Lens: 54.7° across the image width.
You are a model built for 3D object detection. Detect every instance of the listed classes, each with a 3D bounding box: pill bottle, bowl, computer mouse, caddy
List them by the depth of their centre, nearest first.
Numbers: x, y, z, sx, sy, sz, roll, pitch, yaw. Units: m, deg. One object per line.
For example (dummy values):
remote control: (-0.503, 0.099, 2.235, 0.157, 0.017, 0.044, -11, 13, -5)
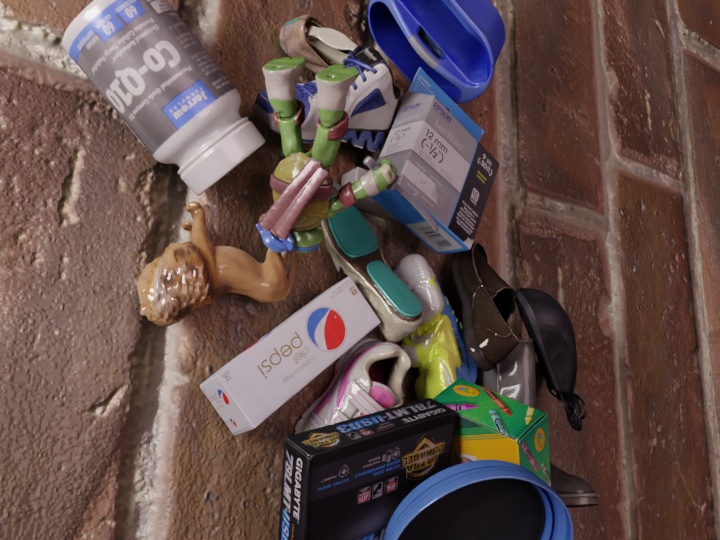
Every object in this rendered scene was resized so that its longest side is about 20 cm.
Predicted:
bowl: (0.116, 0.279, 0.706, 0.199, 0.039, 0.202, -5, 114, -11)
pill bottle: (-0.197, -0.184, 0.721, 0.200, 0.114, 0.114, 51, 56, -12)
computer mouse: (0.259, 0.099, 0.922, 0.139, 0.052, 0.201, -103, 168, -61)
caddy: (0.102, -0.321, 0.945, 0.200, 0.141, 0.105, 43, 55, -17)

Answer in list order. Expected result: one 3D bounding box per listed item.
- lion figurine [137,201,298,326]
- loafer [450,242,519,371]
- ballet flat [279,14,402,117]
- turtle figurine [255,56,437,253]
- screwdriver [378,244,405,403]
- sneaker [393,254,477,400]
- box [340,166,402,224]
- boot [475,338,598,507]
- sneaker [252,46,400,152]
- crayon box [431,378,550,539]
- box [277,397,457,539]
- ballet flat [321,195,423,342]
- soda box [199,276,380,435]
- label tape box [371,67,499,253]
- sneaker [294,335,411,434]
lion figurine: (-0.134, 0.001, 0.737, 0.199, 0.072, 0.123, 3, 62, -26)
loafer: (0.170, 0.038, 0.906, 0.073, 0.071, 0.201, 45, 30, -41)
ballet flat: (-0.011, -0.261, 0.896, 0.199, 0.067, 0.069, 23, 66, -28)
turtle figurine: (-0.032, -0.127, 0.745, 0.199, 0.144, 0.195, -16, 126, -21)
screwdriver: (0.029, 0.064, 0.861, 0.029, 0.028, 0.202, -1, 77, -29)
sneaker: (0.098, 0.079, 0.893, 0.105, 0.075, 0.202, 2, 75, -53)
box: (0.066, -0.083, 0.919, 0.199, 0.041, 0.039, 17, 70, -29)
boot: (0.211, 0.187, 0.873, 0.072, 0.181, 0.202, 27, 66, -47)
sneaker: (-0.027, -0.216, 0.835, 0.198, 0.116, 0.081, -1, 35, -40)
crayon box: (0.151, 0.235, 0.789, 0.058, 0.118, 0.201, -29, 121, -36)
box: (0.007, 0.248, 0.714, 0.199, 0.050, 0.200, -5, 106, -40)
ballet flat: (0.000, 0.000, 0.835, 0.067, 0.062, 0.201, -13, 60, -39)
soda box: (-0.073, 0.090, 0.762, 0.200, 0.064, 0.068, -37, 93, -34)
label tape box: (0.105, -0.144, 0.882, 0.143, 0.066, 0.201, 36, 66, -32)
sneaker: (-0.006, 0.155, 0.779, 0.081, 0.088, 0.201, 36, 61, -22)
